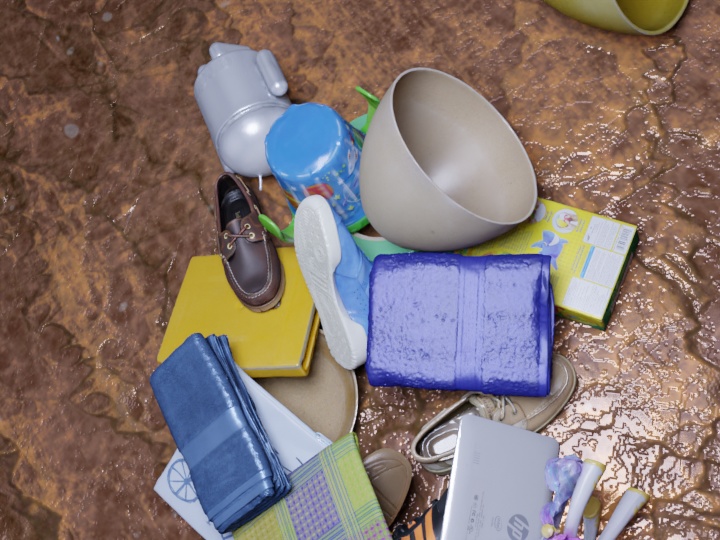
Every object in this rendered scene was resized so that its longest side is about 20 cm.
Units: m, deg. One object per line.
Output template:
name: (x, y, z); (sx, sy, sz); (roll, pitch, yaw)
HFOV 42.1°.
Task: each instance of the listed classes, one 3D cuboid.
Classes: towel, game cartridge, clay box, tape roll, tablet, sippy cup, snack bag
towel: (-0.055, 0.277, 0.974); (0.200, 0.023, 0.144); (-42, 49, 21)
towel: (0.106, 0.056, 0.998); (0.198, 0.050, 0.150); (1, 82, 13)
game cartridge: (-0.139, 0.052, 1.136); (0.198, 0.033, 0.178); (-5, 51, 24)
clay box: (0.201, -0.020, 1.063); (0.198, 0.048, 0.116); (20, 79, 25)
tape roll: (0.035, -0.099, 1.150); (0.198, 0.048, 0.203); (-6, 70, 18)
tablet: (0.141, 0.260, 0.958); (0.014, 0.129, 0.202); (-19, 56, 62)
towel: (-0.157, 0.177, 1.030); (0.111, 0.048, 0.201); (-38, 70, 26)
sippy cup: (-0.045, -0.125, 1.088); (0.138, 0.130, 0.180); (-2, 70, 18)
snack bag: (-0.131, 0.226, 1.061); (0.188, 0.021, 0.201); (35, 105, 22)

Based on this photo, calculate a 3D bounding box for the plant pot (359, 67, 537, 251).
plant pot: (0.075, -0.099, 1.024); (0.134, 0.199, 0.202); (-43, 57, 40)

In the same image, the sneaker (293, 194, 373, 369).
sneaker: (-0.001, 0.000, 1.067); (0.076, 0.111, 0.202); (-1, 109, 55)

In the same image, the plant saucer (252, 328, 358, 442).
plant saucer: (-0.092, 0.161, 1.108); (0.198, 0.035, 0.203); (-6, 69, 17)

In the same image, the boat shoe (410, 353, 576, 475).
boat shoe: (0.145, 0.156, 1.011); (0.199, 0.065, 0.072); (-36, 64, 5)

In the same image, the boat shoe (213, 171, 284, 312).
boat shoe: (-0.145, -0.039, 1.144); (0.070, 0.071, 0.201); (-25, 48, 1)

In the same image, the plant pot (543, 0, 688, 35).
plant pot: (0.281, -0.373, 1.099); (0.141, 0.199, 0.202); (8, 72, 49)

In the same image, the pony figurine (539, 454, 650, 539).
pony figurine: (0.190, 0.281, 0.891); (0.166, 0.193, 0.202); (10, 71, 46)

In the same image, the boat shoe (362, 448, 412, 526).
boat shoe: (-0.013, 0.276, 1.020); (0.072, 0.072, 0.201); (32, 93, 2)

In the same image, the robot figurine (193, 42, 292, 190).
robot figurine: (-0.145, -0.203, 1.213); (0.170, 0.112, 0.201); (-53, 54, 42)

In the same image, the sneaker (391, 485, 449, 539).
sneaker: (0.062, 0.285, 0.991); (0.089, 0.070, 0.202); (20, 80, 22)
